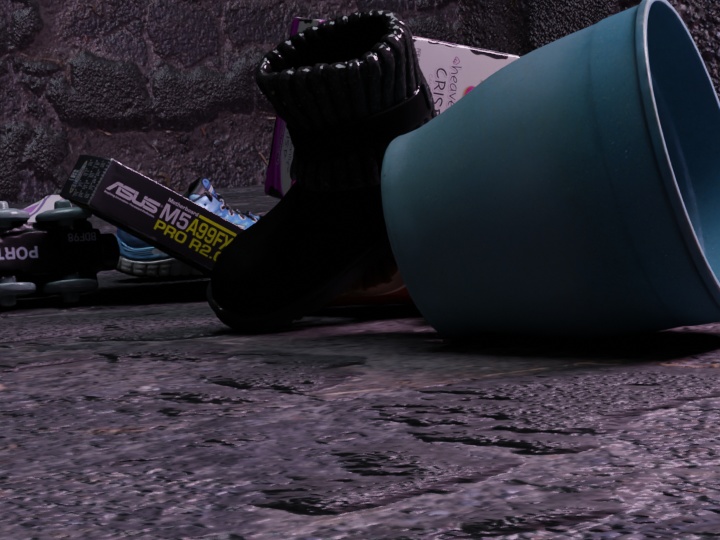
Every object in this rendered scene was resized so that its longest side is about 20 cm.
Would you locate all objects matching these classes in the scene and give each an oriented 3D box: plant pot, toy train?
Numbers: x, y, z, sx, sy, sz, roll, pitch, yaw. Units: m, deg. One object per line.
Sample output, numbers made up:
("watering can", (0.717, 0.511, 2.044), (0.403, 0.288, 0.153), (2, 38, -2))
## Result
("plant pot", (0.122, -0.043, 1.139), (0.188, 0.200, 0.200), (-17, -1, 22))
("toy train", (-0.298, -0.008, 1.500), (0.200, 0.085, 0.114), (-5, -4, -29))

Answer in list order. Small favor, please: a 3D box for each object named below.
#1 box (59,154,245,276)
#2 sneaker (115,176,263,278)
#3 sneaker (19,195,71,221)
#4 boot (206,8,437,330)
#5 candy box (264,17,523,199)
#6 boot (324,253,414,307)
("box", (-0.162, -0.040, 1.560), (0.160, 0.044, 0.200), (29, -4, -15))
("sneaker", (-0.128, -0.042, 1.712), (0.200, 0.090, 0.078), (-3, 5, -19))
("sneaker", (-0.351, -0.034, 1.852), (0.114, 0.073, 0.200), (-5, 5, 7))
("boot", (-0.037, -0.067, 1.230), (0.211, 0.158, 0.079), (-34, 43, 0))
("candy box", (0.040, -0.106, 1.392), (0.200, 0.137, 0.061), (7, 7, -23))
("boot", (0.000, 0.000, 1.378), (0.107, 0.075, 0.200), (14, -9, -42))
